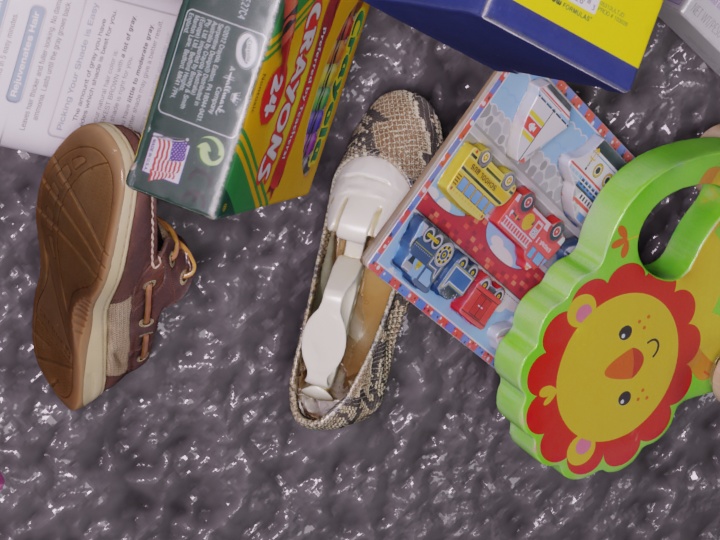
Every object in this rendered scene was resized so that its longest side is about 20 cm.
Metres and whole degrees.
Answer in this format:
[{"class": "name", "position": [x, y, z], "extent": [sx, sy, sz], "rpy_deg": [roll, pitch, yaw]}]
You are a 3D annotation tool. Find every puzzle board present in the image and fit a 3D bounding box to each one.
[{"class": "puzzle board", "position": [0.095, -0.026, 1.252], "extent": [0.151, 0.017, 0.200], "rpy_deg": [-54, 143, -1]}]

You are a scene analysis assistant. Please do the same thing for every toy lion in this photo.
[{"class": "toy lion", "position": [0.167, 0.024, 1.303], "extent": [0.191, 0.069, 0.201], "rpy_deg": [-10, 117, -29]}]

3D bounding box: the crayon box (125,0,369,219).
[{"class": "crayon box", "position": [-0.046, -0.100, 1.106], "extent": [0.051, 0.200, 0.128], "rpy_deg": [20, 101, 11]}]

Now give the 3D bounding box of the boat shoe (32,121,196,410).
[{"class": "boat shoe", "position": [-0.124, -0.007, 1.143], "extent": [0.072, 0.072, 0.201], "rpy_deg": [-20, 145, -28]}]

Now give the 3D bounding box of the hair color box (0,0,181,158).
[{"class": "hair color box", "position": [-0.167, -0.114, 1.116], "extent": [0.199, 0.061, 0.100], "rpy_deg": [12, 104, -29]}]

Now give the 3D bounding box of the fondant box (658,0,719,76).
[{"class": "fondant box", "position": [0.277, -0.197, 1.294], "extent": [0.144, 0.058, 0.200], "rpy_deg": [37, 90, -31]}]

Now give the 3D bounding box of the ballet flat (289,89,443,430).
[{"class": "ballet flat", "position": [0.000, 0.000, 1.224], "extent": [0.075, 0.067, 0.201], "rpy_deg": [-23, 130, -64]}]

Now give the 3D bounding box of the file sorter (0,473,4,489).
[{"class": "file sorter", "position": [-0.292, 0.149, 1.118], "extent": [0.139, 0.125, 0.201], "rpy_deg": [27, 96, -30]}]

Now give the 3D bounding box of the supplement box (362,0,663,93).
[{"class": "supplement box", "position": [0.101, -0.207, 1.108], "extent": [0.109, 0.109, 0.201], "rpy_deg": [22, 88, -37]}]
